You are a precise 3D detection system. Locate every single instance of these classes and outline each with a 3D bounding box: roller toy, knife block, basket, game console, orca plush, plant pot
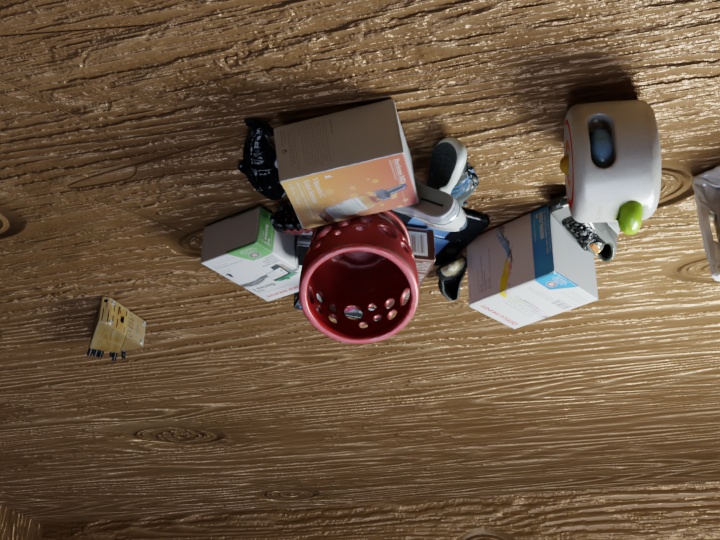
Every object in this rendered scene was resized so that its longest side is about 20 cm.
[{"bbox_3d":[0.376,-0.167,1.513,0.138,0.200,0.184,-3,117,7],"label":"roller toy"},{"bbox_3d":[-0.586,0.141,2.240,0.174,0.065,0.200,-12,149,21],"label":"knife block"},{"bbox_3d":[0.691,-0.085,1.642,0.160,0.200,0.199,20,147,-39],"label":"basket"},{"bbox_3d":[0.117,-0.075,1.852,0.198,0.031,0.177,14,150,-24],"label":"game console"},{"bbox_3d":[-0.153,-0.165,1.646,0.104,0.072,0.200,5,152,-8],"label":"orca plush"},{"bbox_3d":[-0.002,-0.008,1.672,0.198,0.183,0.202,0,126,0],"label":"plant pot"}]

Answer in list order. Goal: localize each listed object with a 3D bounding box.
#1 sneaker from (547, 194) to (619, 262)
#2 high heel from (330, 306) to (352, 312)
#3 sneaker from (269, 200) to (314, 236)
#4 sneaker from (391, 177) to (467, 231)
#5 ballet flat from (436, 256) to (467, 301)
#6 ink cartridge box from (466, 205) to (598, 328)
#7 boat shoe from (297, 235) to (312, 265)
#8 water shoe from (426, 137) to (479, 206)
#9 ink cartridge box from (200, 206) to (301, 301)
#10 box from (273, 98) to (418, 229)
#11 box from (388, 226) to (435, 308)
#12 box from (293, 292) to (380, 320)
[{"bbox_3d":[0.409,-0.080,1.782,0.074,0.080,0.199,-21,143,39],"label":"sneaker"},{"bbox_3d":[0.000,0.000,1.866,0.096,0.067,0.200,-24,156,-53],"label":"high heel"},{"bbox_3d":[-0.062,-0.087,1.789,0.198,0.071,0.098,-7,149,11],"label":"sneaker"},{"bbox_3d":[0.097,-0.109,1.651,0.200,0.073,0.071,33,171,46],"label":"sneaker"},{"bbox_3d":[0.185,0.014,1.940,0.066,0.057,0.200,-23,167,-1],"label":"ballet flat"},{"bbox_3d":[0.319,-0.002,1.857,0.199,0.146,0.147,-24,143,38],"label":"ink cartridge box"},{"bbox_3d":[-0.057,-0.015,1.886,0.069,0.067,0.200,5,172,28],"label":"boat shoe"},{"bbox_3d":[0.161,-0.165,1.662,0.078,0.072,0.200,-18,158,-16],"label":"water shoe"},{"bbox_3d":[-0.184,-0.028,1.891,0.145,0.085,0.200,-18,146,32],"label":"ink cartridge box"},{"bbox_3d":[-0.021,-0.166,1.575,0.198,0.107,0.153,-13,150,8],"label":"box"},{"bbox_3d":[0.069,-0.004,1.879,0.099,0.076,0.200,6,148,-12],"label":"box"},{"bbox_3d":[-0.023,0.041,2.050,0.198,0.050,0.158,11,150,-17],"label":"box"}]
